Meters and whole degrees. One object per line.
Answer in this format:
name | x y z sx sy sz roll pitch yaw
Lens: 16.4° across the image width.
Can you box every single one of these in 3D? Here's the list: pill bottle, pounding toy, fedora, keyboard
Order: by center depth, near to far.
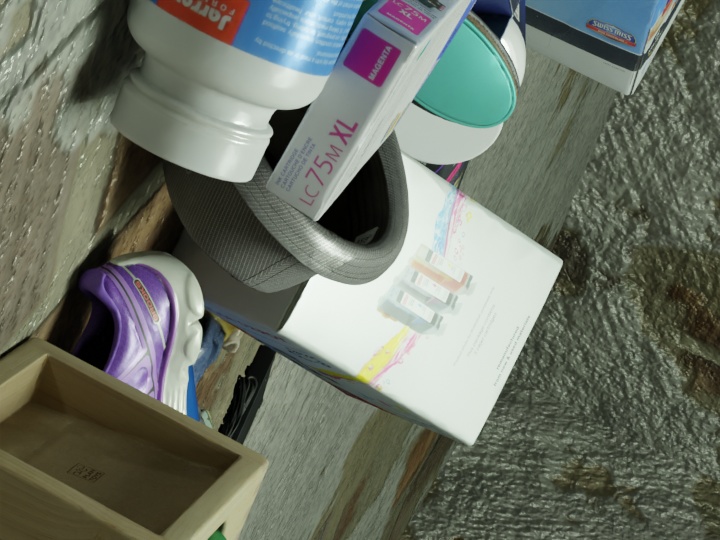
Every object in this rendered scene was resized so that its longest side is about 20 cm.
pill bottle | -0.053 -0.152 1.287 0.200 0.112 0.112 -66 171 12
pounding toy | -0.150 0.164 1.349 0.142 0.200 0.184 -66 171 21
fedora | -0.055 -0.066 1.480 0.090 0.200 0.177 -32 144 29
pill bottle | 0.058 -0.164 1.707 0.200 0.111 0.111 -86 -168 -50
keyboard | -0.102 0.134 1.776 0.127 0.021 0.200 108 3 -53

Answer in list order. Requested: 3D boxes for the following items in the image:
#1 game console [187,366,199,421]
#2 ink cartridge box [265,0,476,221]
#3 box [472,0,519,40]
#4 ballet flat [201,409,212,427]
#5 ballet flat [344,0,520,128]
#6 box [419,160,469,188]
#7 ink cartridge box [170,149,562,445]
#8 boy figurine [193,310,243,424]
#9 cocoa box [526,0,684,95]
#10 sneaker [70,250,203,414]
game console | -0.187 0.136 1.610 0.171 0.118 0.200 -33 -179 30
ink cartridge box | 0.015 -0.113 1.404 0.119 0.042 0.200 -58 175 25
box | 0.060 -0.216 1.653 0.200 0.121 0.032 -67 149 -43
ballet flat | -0.138 0.166 1.856 0.069 0.071 0.200 -66 171 25
ballet flat | 0.016 -0.156 1.515 0.073 0.200 0.073 -35 -140 36
box | 0.009 -0.078 1.833 0.106 0.122 0.200 -54 168 -51
ink cartridge box | 0.000 0.000 1.656 0.200 0.145 0.145 33 82 -40
boy figurine | -0.088 0.020 1.752 0.200 0.064 0.124 -57 167 -20
cocoa box | 0.155 -0.255 1.910 0.134 0.200 0.131 -58 169 -29
sneaker | -0.149 0.084 1.494 0.083 0.081 0.201 -6 108 -32
